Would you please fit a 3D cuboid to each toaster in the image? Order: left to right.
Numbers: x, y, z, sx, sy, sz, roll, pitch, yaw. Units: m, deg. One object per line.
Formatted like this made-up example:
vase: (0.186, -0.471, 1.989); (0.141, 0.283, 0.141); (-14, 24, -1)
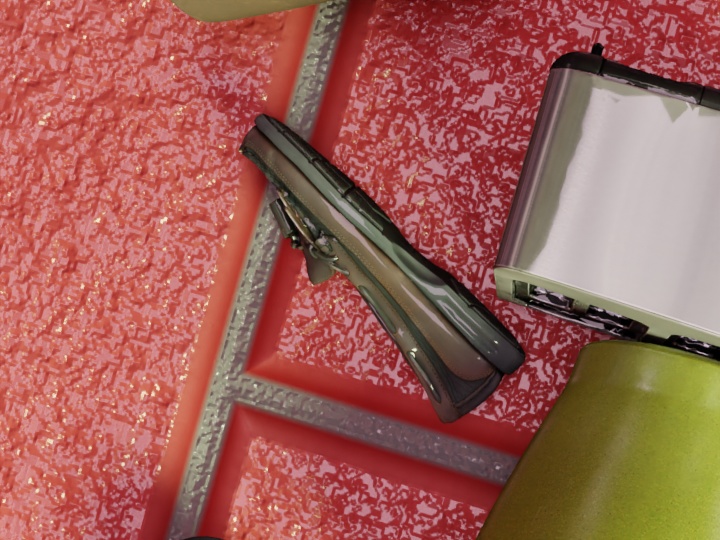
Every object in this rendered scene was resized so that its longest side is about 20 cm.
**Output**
toaster: (0.166, -0.021, 0.820); (0.179, 0.200, 0.120); (18, 84, 7)

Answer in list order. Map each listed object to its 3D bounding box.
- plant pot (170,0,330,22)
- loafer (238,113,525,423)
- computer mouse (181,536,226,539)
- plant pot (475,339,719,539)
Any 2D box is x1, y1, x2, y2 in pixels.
plant pot: (-0.034, -0.220, 0.876); (0.173, 0.200, 0.202); (-21, 84, 23)
loafer: (0.000, 0.000, 0.906); (0.200, 0.072, 0.063); (43, 98, 6)
computer mouse: (-0.124, 0.234, 0.919); (0.139, 0.046, 0.202); (9, 99, 3)
plant pot: (0.146, 0.146, 0.828); (0.198, 0.200, 0.195); (18, 78, 8)
